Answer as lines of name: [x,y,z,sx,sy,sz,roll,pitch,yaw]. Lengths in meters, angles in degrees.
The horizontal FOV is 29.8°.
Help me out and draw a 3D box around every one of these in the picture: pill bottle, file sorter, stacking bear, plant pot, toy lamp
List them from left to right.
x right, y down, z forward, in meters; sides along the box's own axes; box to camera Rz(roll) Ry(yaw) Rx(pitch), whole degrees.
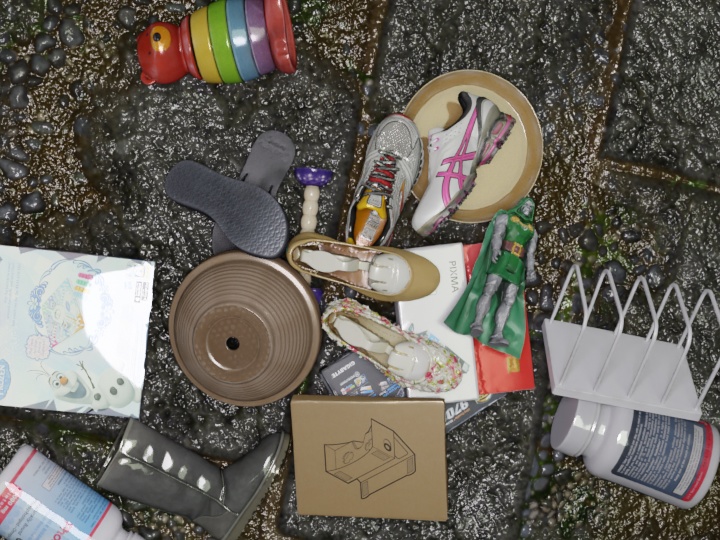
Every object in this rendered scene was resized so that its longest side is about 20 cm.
pill bottle: [-0.369,0.315,1.680,0.199,0.109,0.109,36,85,-6]
stacking bear: [-0.187,-0.287,1.710,0.197,0.114,0.123,-10,78,4]
plant pot: [-0.150,0.081,1.691,0.198,0.093,0.204,1,102,5]
toy lamp: [-0.071,-0.030,1.748,0.057,0.058,0.203,4,88,-7]
plant pot: [0.143,-0.163,1.792,0.197,0.027,0.203,0,90,-8]
pill bottle: [0.357,0.224,1.770,0.198,0.120,0.121,21,87,-7]
file sorter: [0.351,0.085,1.739,0.197,0.139,0.126,11,125,-7]

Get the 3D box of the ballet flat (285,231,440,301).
ballet flat: [0.000,0.000,1.680,0.197,0.063,0.070,10,97,7]

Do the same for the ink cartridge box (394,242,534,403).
ink cartridge box: [0.134,0.065,1.735,0.174,0.045,0.203,-6,89,-6]

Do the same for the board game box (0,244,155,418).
board game box: [-0.368,0.077,1.715,0.196,0.043,0.203,6,89,-9]

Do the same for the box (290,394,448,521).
box: [0.012,0.238,1.723,0.197,0.021,0.166,1,108,11]

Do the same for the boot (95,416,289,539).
boot: [-0.211,0.241,1.721,0.199,0.073,0.183,32,86,-5]

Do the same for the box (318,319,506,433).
box: [0.068,0.146,1.769,0.199,0.046,0.160,-32,93,-7]

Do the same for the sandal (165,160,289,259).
sandal: [-0.160,-0.080,1.706,0.199,0.043,0.076,34,86,29]

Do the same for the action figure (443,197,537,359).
action figure: [0.185,-0.004,1.720,0.117,0.055,0.202,26,68,-24]

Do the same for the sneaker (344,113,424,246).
sneaker: [0.031,-0.101,1.731,0.077,0.082,0.202,15,97,4]

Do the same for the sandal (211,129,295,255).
sandal: [-0.141,-0.086,1.746,0.075,0.043,0.203,17,87,-7]

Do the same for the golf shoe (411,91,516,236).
golf shoe: [0.114,-0.137,1.743,0.092,0.073,0.201,34,76,0]

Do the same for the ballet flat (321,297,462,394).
ballet flat: [0.031,0.099,1.680,0.198,0.064,0.076,25,101,20]
